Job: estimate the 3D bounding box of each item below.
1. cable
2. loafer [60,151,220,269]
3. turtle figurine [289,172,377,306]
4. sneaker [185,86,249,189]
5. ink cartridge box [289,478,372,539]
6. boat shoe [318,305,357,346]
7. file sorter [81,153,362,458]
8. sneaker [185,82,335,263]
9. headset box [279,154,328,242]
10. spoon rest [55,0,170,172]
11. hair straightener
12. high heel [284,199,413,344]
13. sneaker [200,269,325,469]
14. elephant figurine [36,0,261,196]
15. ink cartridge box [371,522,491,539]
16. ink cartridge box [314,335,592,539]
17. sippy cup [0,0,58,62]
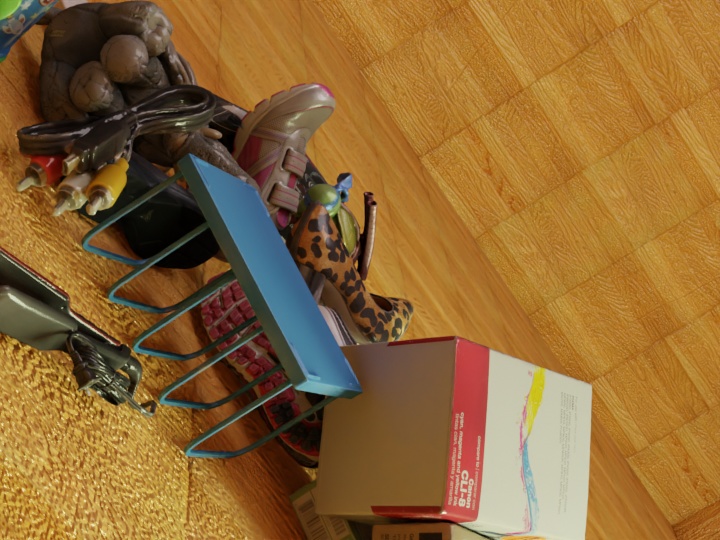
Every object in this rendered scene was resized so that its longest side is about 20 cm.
[{"bbox_3d":[-0.196,-0.101,1.180,0.096,0.051,0.200,20,31,18],"label":"cable"},{"bbox_3d":[-0.185,-0.065,1.272,0.200,0.073,0.073,44,14,-54],"label":"loafer"},{"bbox_3d":[-0.068,0.005,1.519,0.143,0.201,0.195,22,-28,27],"label":"turtle figurine"},{"bbox_3d":[-0.137,-0.103,1.465,0.080,0.087,0.200,25,-17,18],"label":"sneaker"},{"bbox_3d":[0.020,0.269,1.337,0.146,0.048,0.200,63,14,26],"label":"ink cartridge box"},{"bbox_3d":[0.011,0.113,1.340,0.201,0.066,0.070,66,-20,-13],"label":"boat shoe"},{"bbox_3d":[-0.112,0.036,1.182,0.201,0.122,0.139,61,12,15],"label":"file sorter"},{"bbox_3d":[-0.085,-0.085,1.395,0.088,0.200,0.081,45,13,20],"label":"sneaker"},{"bbox_3d":[-0.079,-0.074,1.759,0.149,0.077,0.200,54,13,-20],"label":"headset box"},{"bbox_3d":[-0.228,-0.189,1.448,0.201,0.060,0.099,57,11,-9],"label":"spoon rest"},{"bbox_3d":[-0.194,0.059,0.999,0.200,0.041,0.077,51,12,-53],"label":"hair straightener"},{"bbox_3d":[0.000,0.000,1.418,0.071,0.144,0.199,16,15,35],"label":"high heel"},{"bbox_3d":[-0.083,0.088,1.328,0.201,0.080,0.075,61,-18,21],"label":"sneaker"},{"bbox_3d":[-0.190,-0.142,1.330,0.200,0.141,0.156,42,41,-49],"label":"elephant figurine"},{"bbox_3d":[0.075,0.303,1.228,0.200,0.075,0.166,35,52,-61],"label":"ink cartridge box"},{"bbox_3d":[0.084,0.150,1.266,0.199,0.145,0.146,20,69,-44],"label":"ink cartridge box"},{"bbox_3d":[-0.284,-0.248,1.173,0.179,0.130,0.140,62,11,23],"label":"sippy cup"}]
